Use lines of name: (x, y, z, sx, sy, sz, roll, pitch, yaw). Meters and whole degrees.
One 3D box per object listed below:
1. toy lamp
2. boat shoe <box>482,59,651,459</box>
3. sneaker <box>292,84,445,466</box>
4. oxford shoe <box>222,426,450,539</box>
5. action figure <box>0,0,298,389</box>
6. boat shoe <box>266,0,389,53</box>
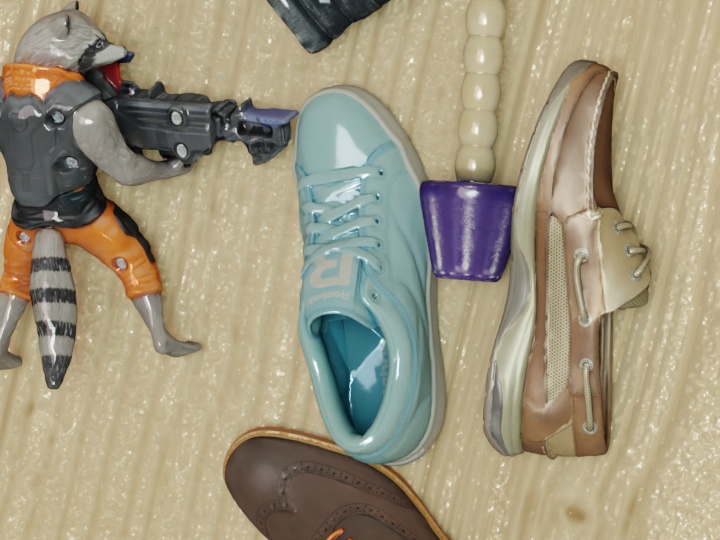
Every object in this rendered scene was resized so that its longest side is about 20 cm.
toy lamp: (0.062, -0.095, 1.037, 0.058, 0.058, 0.202, 6, 90, 19)
boat shoe: (0.111, -0.002, 1.014, 0.071, 0.076, 0.202, 11, 102, 15)
sneaker: (0.000, 0.000, 1.043, 0.073, 0.082, 0.202, -15, 84, 17)
oxford shoe: (0.005, 0.146, 1.046, 0.199, 0.072, 0.072, 33, 101, 17)
action figure: (-0.135, -0.044, 1.079, 0.198, 0.104, 0.196, -2, 102, 26)
boat shoe: (-0.049, -0.214, 1.066, 0.091, 0.071, 0.201, -36, 81, 11)
